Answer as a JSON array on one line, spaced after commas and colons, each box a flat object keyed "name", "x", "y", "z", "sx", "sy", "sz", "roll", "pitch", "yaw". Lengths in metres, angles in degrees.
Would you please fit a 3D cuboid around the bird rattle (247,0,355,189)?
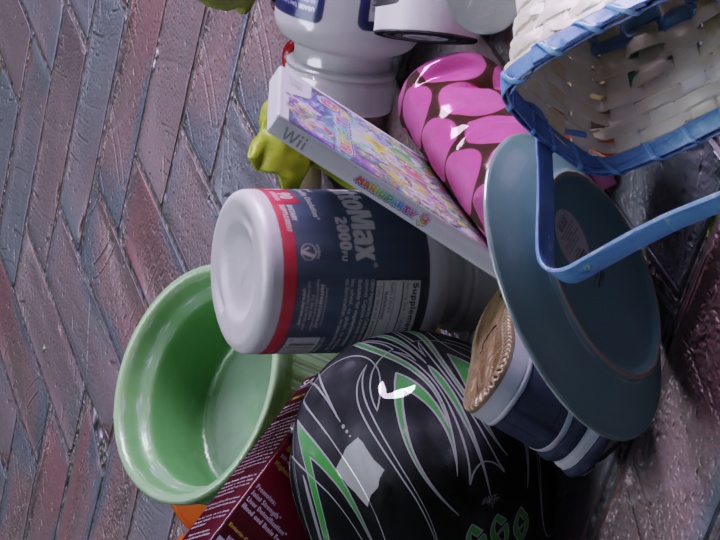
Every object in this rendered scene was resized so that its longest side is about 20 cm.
[{"name": "bird rattle", "x": -0.054, "y": -0.142, "z": 1.897, "sx": 0.164, "sy": 0.112, "sz": 0.201, "roll": 96, "pitch": 164, "yaw": -58}]

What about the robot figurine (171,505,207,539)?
[{"name": "robot figurine", "x": -0.107, "y": 0.189, "z": 1.994, "sx": 0.200, "sy": 0.116, "sz": 0.145, "roll": 166, "pitch": 102, "yaw": -66}]

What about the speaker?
[{"name": "speaker", "x": 0.057, "y": -0.271, "z": 1.635, "sx": 0.081, "sy": 0.081, "sz": 0.202, "roll": -172, "pitch": 87, "yaw": -66}]

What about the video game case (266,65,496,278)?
[{"name": "video game case", "x": 0.022, "y": -0.069, "z": 1.562, "sx": 0.018, "sy": 0.199, "sz": 0.143, "roll": -55, "pitch": 12, "yaw": 15}]

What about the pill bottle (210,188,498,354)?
[{"name": "pill bottle", "x": 0.000, "y": 0.000, "z": 1.641, "sx": 0.119, "sy": 0.198, "sz": 0.121, "roll": 179, "pitch": 90, "yaw": -66}]

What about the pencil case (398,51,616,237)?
[{"name": "pencil case", "x": 0.099, "y": -0.084, "z": 1.559, "sx": 0.094, "sy": 0.091, "sz": 0.200, "roll": -39, "pitch": 38, "yaw": 4}]

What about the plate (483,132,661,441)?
[{"name": "plate", "x": 0.141, "y": 0.006, "z": 1.368, "sx": 0.025, "sy": 0.200, "sz": 0.202, "roll": -23, "pitch": 66, "yaw": 30}]

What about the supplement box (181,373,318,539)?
[{"name": "supplement box", "x": -0.043, "y": 0.179, "z": 1.646, "sx": 0.061, "sy": 0.109, "sz": 0.200, "roll": -24, "pitch": 24, "yaw": 54}]

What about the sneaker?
[{"name": "sneaker", "x": 0.134, "y": 0.065, "z": 1.504, "sx": 0.070, "sy": 0.108, "sz": 0.200, "roll": -53, "pitch": 8, "yaw": 29}]

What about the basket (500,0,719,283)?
[{"name": "basket", "x": 0.171, "y": -0.107, "z": 1.290, "sx": 0.175, "sy": 0.139, "sz": 0.201, "roll": -24, "pitch": 48, "yaw": 33}]

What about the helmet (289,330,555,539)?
[{"name": "helmet", "x": 0.042, "y": 0.139, "z": 1.565, "sx": 0.200, "sy": 0.199, "sz": 0.192, "roll": 0, "pitch": 105, "yaw": 66}]

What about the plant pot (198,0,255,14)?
[{"name": "plant pot", "x": -0.115, "y": -0.321, "z": 1.836, "sx": 0.185, "sy": 0.199, "sz": 0.200, "roll": -63, "pitch": 31, "yaw": 12}]

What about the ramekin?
[{"name": "ramekin", "x": -0.105, "y": 0.104, "z": 1.849, "sx": 0.199, "sy": 0.097, "sz": 0.202, "roll": -19, "pitch": 62, "yaw": 40}]

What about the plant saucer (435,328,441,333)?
[{"name": "plant saucer", "x": 0.025, "y": 0.085, "z": 1.790, "sx": 0.200, "sy": 0.035, "sz": 0.202, "roll": 179, "pitch": 90, "yaw": -67}]

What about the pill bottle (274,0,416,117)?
[{"name": "pill bottle", "x": -0.005, "y": -0.229, "z": 1.743, "sx": 0.120, "sy": 0.119, "sz": 0.202, "roll": -139, "pitch": 55, "yaw": -60}]

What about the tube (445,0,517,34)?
[{"name": "tube", "x": 0.098, "y": -0.216, "z": 1.496, "sx": 0.200, "sy": 0.050, "sz": 0.078, "roll": -65, "pitch": -4, "yaw": -62}]

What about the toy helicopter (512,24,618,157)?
[{"name": "toy helicopter", "x": 0.142, "y": -0.146, "z": 1.499, "sx": 0.200, "sy": 0.078, "sz": 0.134, "roll": -142, "pitch": 45, "yaw": -74}]
